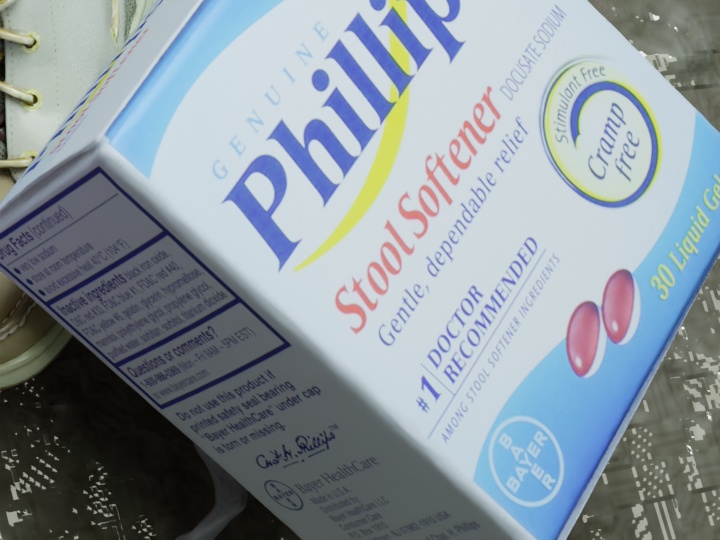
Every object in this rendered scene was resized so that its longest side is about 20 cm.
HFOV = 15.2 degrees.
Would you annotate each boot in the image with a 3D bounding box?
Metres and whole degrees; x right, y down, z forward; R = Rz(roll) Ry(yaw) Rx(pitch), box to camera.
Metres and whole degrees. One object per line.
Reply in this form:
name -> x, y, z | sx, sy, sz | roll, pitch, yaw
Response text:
boot -> -0.131, -0.075, 0.934 | 0.072, 0.155, 0.201 | 2, 56, 16

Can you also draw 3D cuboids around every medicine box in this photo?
medicine box -> 0.006, -0.022, 0.919 | 0.200, 0.103, 0.183 | 43, 56, -15

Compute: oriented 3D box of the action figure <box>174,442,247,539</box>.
action figure -> 0.000, 0.000, 1.020 | 0.199, 0.104, 0.195 | -2, 82, -29
